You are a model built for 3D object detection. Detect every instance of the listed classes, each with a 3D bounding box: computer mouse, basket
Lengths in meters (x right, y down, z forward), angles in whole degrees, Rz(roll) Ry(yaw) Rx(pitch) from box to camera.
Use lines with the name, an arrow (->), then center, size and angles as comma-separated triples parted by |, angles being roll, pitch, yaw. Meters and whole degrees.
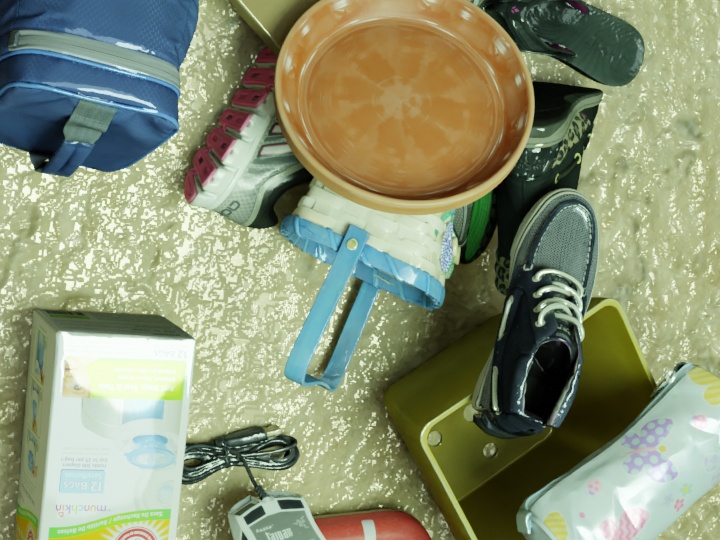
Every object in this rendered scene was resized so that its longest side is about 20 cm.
computer mouse -> -0.072, 0.215, 1.240 | 0.109, 0.201, 0.044 | -10, 141, -26
basket -> 0.000, 0.000, 1.218 | 0.138, 0.176, 0.201 | 28, 89, 8

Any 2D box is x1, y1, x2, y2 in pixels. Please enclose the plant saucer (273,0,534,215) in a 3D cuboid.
plant saucer -> 0.032, -0.131, 1.167 | 0.199, 0.032, 0.202 | 4, 63, -8

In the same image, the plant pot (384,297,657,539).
plant pot -> 0.131, 0.140, 1.301 | 0.199, 0.176, 0.201 | -33, 110, -15

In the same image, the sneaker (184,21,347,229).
sneaker -> -0.057, -0.117, 1.238 | 0.087, 0.074, 0.201 | 37, 83, -30

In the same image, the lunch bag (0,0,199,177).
lunch bag -> -0.207, -0.142, 1.105 | 0.135, 0.200, 0.133 | 14, 75, -22

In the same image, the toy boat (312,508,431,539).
toy boat -> -0.014, 0.280, 1.286 | 0.199, 0.131, 0.132 | -3, 100, -23

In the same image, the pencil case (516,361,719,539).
pencil case -> 0.216, 0.161, 1.198 | 0.200, 0.083, 0.091 | -40, 113, -12

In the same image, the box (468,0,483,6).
box -> 0.083, -0.311, 1.261 | 0.137, 0.038, 0.200 | 45, 69, -23

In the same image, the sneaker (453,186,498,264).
sneaker -> 0.081, -0.103, 1.307 | 0.085, 0.078, 0.202 | 0, 109, 14

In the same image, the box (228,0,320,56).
box -> -0.078, -0.295, 1.200 | 0.200, 0.021, 0.164 | 48, 65, -20

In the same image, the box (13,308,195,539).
box -> -0.202, 0.139, 1.199 | 0.112, 0.101, 0.202 | 4, 97, -23

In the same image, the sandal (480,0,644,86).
sandal -> 0.169, -0.215, 1.328 | 0.199, 0.048, 0.076 | 14, 93, -25

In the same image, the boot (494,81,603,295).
boot -> 0.154, -0.074, 1.292 | 0.073, 0.204, 0.155 | 7, 108, 17

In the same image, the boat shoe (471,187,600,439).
boat shoe -> 0.147, 0.031, 1.150 | 0.074, 0.093, 0.201 | 18, 82, -13
